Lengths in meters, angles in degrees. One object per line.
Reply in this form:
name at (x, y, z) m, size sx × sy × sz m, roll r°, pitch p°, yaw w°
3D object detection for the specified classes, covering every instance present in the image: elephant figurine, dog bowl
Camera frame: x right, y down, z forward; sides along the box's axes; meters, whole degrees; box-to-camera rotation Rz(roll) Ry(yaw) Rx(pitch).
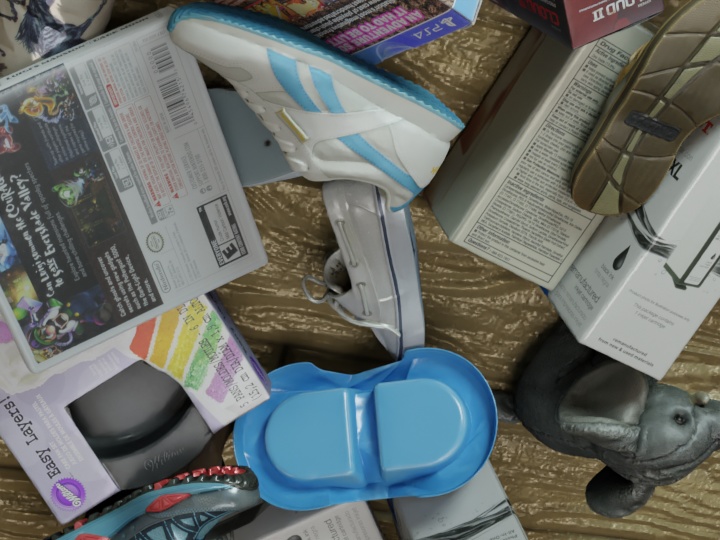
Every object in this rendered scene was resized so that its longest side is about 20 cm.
elephant figurine at (0.208, 0.119, 1.239) m, size 0.141 × 0.200 × 0.155 m, roll 21°, pitch 110°, yaw -25°
dog bowl at (0.007, 0.124, 1.208) m, size 0.199 × 0.112 × 0.050 m, roll -8°, pitch 163°, yaw 9°

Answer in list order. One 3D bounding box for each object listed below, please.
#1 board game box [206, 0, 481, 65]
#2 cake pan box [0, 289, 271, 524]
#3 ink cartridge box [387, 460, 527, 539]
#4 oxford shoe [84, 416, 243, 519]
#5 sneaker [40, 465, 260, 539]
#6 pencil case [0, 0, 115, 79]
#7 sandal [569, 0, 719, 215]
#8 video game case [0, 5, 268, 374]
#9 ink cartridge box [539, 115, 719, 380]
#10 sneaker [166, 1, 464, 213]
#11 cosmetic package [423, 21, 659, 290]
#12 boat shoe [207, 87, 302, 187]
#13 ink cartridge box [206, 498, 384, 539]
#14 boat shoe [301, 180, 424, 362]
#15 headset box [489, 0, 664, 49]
board game box at (-0.036, -0.223, 1.000) m, size 0.200 × 0.159 × 0.097 m, roll 29°, pitch 69°, yaw -27°
cake pan box at (-0.187, 0.059, 1.152) m, size 0.184 × 0.052 × 0.200 m, roll -30°, pitch 100°, yaw 4°
ink cartridge box at (0.090, 0.240, 1.246) m, size 0.084 × 0.200 × 0.146 m, roll -20°, pitch 137°, yaw -5°
oxford shoe at (-0.148, 0.160, 1.239) m, size 0.084 × 0.073 × 0.200 m, roll 28°, pitch 107°, yaw -28°
sneaker at (-0.145, 0.207, 1.152) m, size 0.200 × 0.079 × 0.096 m, roll -29°, pitch 80°, yaw 23°
pencil case at (-0.223, -0.115, 1.063) m, size 0.078 × 0.089 × 0.201 m, roll 12°, pitch 112°, yaw -25°
sandal at (0.209, -0.122, 1.098) m, size 0.080 × 0.054 × 0.200 m, roll 23°, pitch 125°, yaw -19°
video game case at (-0.172, -0.050, 1.054) m, size 0.181 × 0.023 × 0.200 m, roll -26°, pitch 124°, yaw -12°
ink cartridge box at (0.223, -0.045, 1.187) m, size 0.084 × 0.146 × 0.200 m, roll 24°, pitch 108°, yaw -24°
sneaker at (-0.036, -0.105, 1.016) m, size 0.200 × 0.077 × 0.081 m, roll 26°, pitch 105°, yaw -15°
cosmetic package at (0.145, -0.100, 1.170) m, size 0.103 × 0.087 × 0.200 m, roll 26°, pitch 109°, yaw -25°
boat shoe at (-0.043, -0.096, 1.134) m, size 0.199 × 0.091 × 0.071 m, roll -2°, pitch 94°, yaw 15°
ink cartridge box at (-0.076, 0.249, 1.299) m, size 0.199 × 0.083 × 0.147 m, roll -24°, pitch 122°, yaw -2°
boat shoe at (0.000, 0.003, 1.183) m, size 0.086 × 0.075 × 0.202 m, roll -6°, pitch 143°, yaw 5°
headset box at (0.120, -0.246, 1.045) m, size 0.075 × 0.149 × 0.200 m, roll -24°, pitch 122°, yaw -12°
